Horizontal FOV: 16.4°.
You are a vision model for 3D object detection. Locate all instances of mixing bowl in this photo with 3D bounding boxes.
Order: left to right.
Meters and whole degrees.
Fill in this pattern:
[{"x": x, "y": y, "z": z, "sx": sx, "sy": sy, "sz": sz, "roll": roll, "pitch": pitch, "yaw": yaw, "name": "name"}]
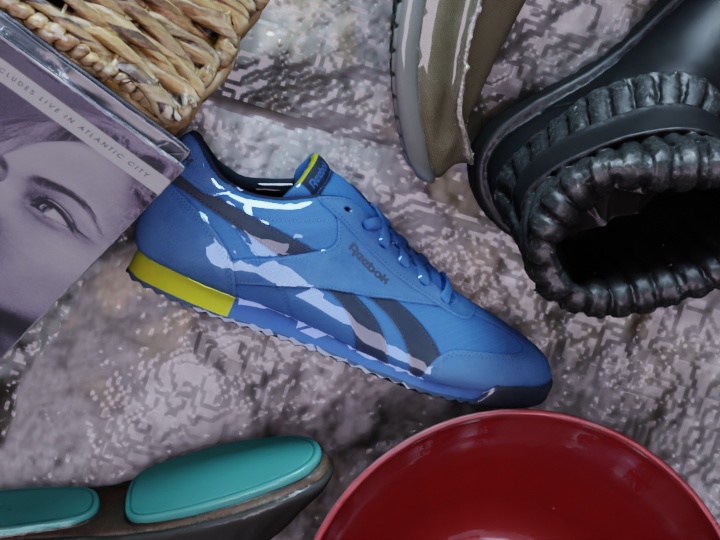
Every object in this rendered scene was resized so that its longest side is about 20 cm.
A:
[{"x": 0.063, "y": 0.166, "z": 1.094, "sx": 0.199, "sy": 0.108, "sz": 0.201, "roll": 1, "pitch": 81, "yaw": -6, "name": "mixing bowl"}]

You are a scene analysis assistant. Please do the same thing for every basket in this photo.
[{"x": -0.142, "y": -0.143, "z": 1.048, "sx": 0.200, "sy": 0.149, "sz": 0.143, "roll": 33, "pitch": 65, "yaw": -10, "name": "basket"}]

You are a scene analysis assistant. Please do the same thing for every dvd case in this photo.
[{"x": -0.177, "y": -0.039, "z": 1.028, "sx": 0.149, "sy": 0.016, "sz": 0.200, "roll": 36, "pitch": 136, "yaw": -12, "name": "dvd case"}]

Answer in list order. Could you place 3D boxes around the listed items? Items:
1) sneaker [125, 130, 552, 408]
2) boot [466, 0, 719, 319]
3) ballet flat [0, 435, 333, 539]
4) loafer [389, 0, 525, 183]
[{"x": 0.000, "y": 0.000, "z": 1.088, "sx": 0.199, "sy": 0.066, "sz": 0.079, "roll": 21, "pitch": 96, "yaw": -8, "name": "sneaker"}, {"x": 0.147, "y": -0.062, "z": 1.035, "sx": 0.211, "sy": 0.158, "sz": 0.080, "roll": -36, "pitch": 105, "yaw": -1, "name": "boot"}, {"x": -0.104, "y": 0.122, "z": 1.112, "sx": 0.199, "sy": 0.068, "sz": 0.069, "roll": -10, "pitch": 113, "yaw": 8, "name": "ballet flat"}, {"x": 0.051, "y": -0.135, "z": 1.056, "sx": 0.069, "sy": 0.075, "sz": 0.201, "roll": 6, "pitch": 102, "yaw": -1, "name": "loafer"}]
